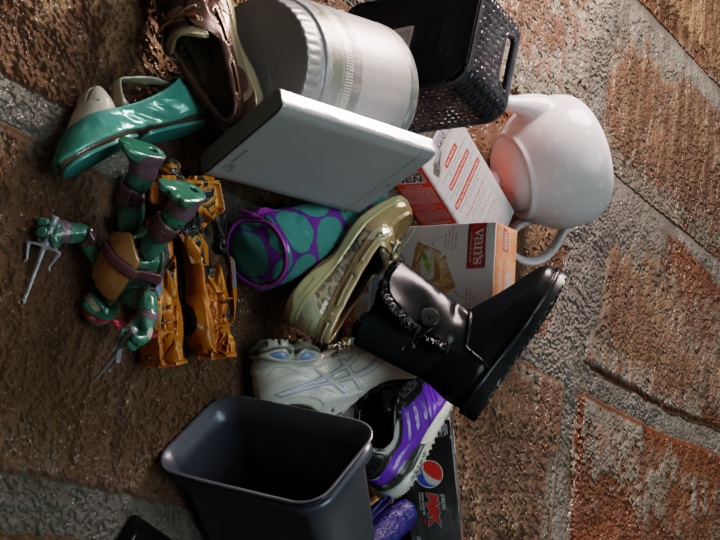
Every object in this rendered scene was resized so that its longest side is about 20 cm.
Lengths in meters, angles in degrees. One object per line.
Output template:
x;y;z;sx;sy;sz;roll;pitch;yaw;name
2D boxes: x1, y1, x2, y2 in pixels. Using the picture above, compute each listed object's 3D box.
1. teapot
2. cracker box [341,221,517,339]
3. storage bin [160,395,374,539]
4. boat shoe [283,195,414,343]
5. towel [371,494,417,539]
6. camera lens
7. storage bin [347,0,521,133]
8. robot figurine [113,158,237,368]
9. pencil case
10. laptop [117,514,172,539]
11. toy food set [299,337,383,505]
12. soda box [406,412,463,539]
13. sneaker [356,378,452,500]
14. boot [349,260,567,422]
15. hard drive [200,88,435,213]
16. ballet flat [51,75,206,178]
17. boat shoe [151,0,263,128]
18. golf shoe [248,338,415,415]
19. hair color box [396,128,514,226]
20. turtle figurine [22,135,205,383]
0.244;-0.136;1.735;0.145;0.198;0.201;-18;71;-16;teapot
0.078;0.019;1.450;0.058;0.199;0.135;19;72;-55;cracker box
-0.076;0.219;1.254;0.146;0.199;0.135;-46;134;-44;storage bin
0.000;0.000;1.364;0.200;0.063;0.073;-48;158;-24;boat shoe
-0.031;0.323;1.348;0.050;0.148;0.200;46;34;11;towel
-0.046;-0.198;1.337;0.199;0.159;0.161;4;84;-53;camera lens
0.071;-0.242;1.463;0.094;0.199;0.136;36;60;-47;storage bin
-0.173;-0.010;1.237;0.145;0.058;0.201;-6;93;-51;robot figurine
-0.056;-0.050;1.376;0.200;0.085;0.093;-32;127;-50;pencil case
-0.201;0.378;1.212;0.200;0.116;0.188;38;53;-11;laptop
-0.013;0.182;1.445;0.198;0.048;0.201;45;54;-41;toy food set
0.089;0.276;1.543;0.071;0.063;0.201;-31;117;-83;soda box
0.046;0.149;1.429;0.100;0.069;0.201;50;49;-35;sneaker
0.103;0.036;1.329;0.200;0.168;0.076;-52;172;-17;boot
-0.040;-0.115;1.263;0.199;0.132;0.027;13;56;-40;hard drive
-0.226;-0.142;1.184;0.200;0.067;0.071;-30;90;-51;ballet flat
-0.159;-0.230;1.222;0.201;0.072;0.072;67;17;1;boat shoe
-0.022;0.122;1.363;0.199;0.078;0.098;1;84;-15;golf shoe
0.117;-0.103;1.629;0.200;0.064;0.111;55;48;-36;hair color box
-0.219;-0.010;1.133;0.201;0.149;0.101;-59;168;19;turtle figurine
